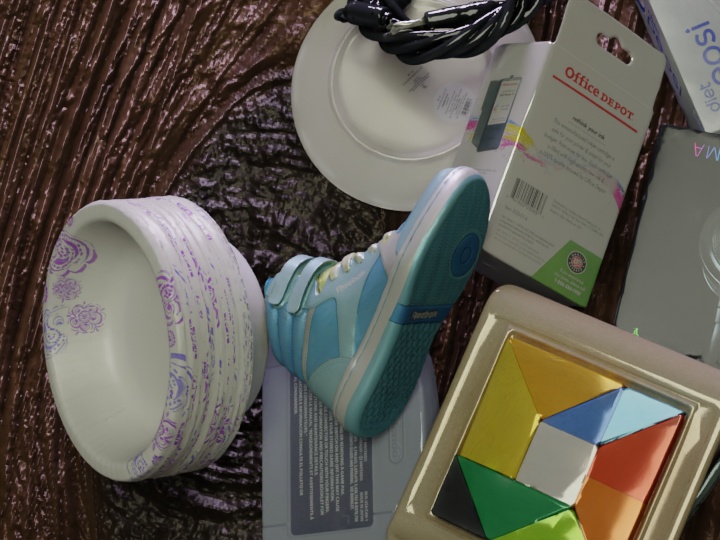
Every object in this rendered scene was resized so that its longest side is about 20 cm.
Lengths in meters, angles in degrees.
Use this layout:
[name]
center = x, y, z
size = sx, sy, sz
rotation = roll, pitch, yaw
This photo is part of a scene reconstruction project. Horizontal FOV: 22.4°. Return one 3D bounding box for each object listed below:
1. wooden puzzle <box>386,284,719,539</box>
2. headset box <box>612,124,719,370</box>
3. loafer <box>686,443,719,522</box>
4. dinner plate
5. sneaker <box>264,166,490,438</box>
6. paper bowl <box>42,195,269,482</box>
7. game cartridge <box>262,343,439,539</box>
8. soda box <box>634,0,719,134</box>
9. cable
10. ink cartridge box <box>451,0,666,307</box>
[wooden puzzle]
center = 0.132, 0.127, 1.209
size = 0.184, 0.037, 0.201
rotation = 23, 82, 21
[headset box]
center = 0.272, 0.020, 1.284
size = 0.173, 0.093, 0.202
rotation = 14, 80, 13
[loafer]
center = 0.179, 0.176, 1.248
size = 0.063, 0.072, 0.201
rotation = 37, 110, 7
[dinner plate]
center = 0.042, -0.145, 1.406
size = 0.198, 0.024, 0.202
rotation = -2, 77, 8
[sneaker]
center = 0.000, 0.000, 1.259
size = 0.130, 0.079, 0.201
rotation = 33, 101, 33
[paper bowl]
center = -0.142, 0.047, 1.316
size = 0.104, 0.200, 0.202
rotation = -6, 70, -38
[game cartridge]
center = -0.007, 0.121, 1.302
size = 0.132, 0.041, 0.202
rotation = -11, 69, 28
[soda box]
center = 0.252, -0.190, 1.361
size = 0.068, 0.063, 0.201
rotation = -20, 74, 3
[cable]
center = 0.085, -0.227, 1.360
size = 0.163, 0.051, 0.200
rotation = 20, 50, 44
[ink cartridge box]
center = 0.138, -0.089, 1.324
size = 0.067, 0.117, 0.201
rotation = 7, 73, 54
